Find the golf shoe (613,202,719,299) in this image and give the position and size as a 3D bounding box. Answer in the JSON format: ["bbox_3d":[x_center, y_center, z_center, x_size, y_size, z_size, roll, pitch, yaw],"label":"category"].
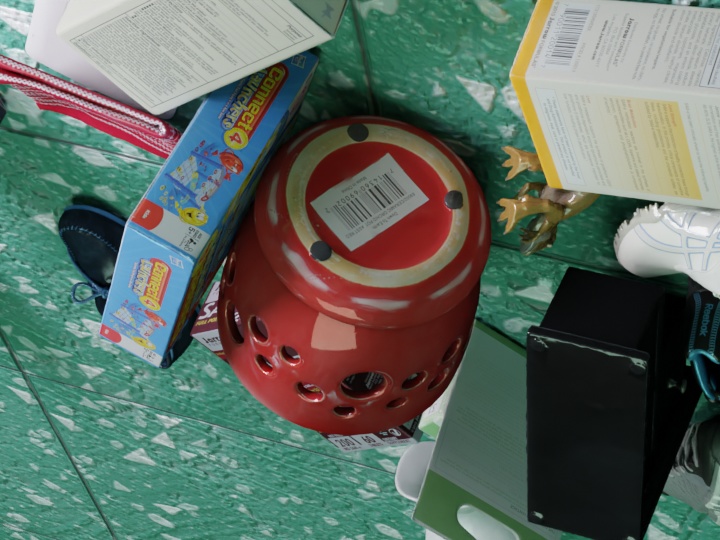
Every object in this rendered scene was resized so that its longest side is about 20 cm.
[{"bbox_3d":[0.250,-0.007,1.421,0.078,0.098,0.200,3,166,-31],"label":"golf shoe"}]

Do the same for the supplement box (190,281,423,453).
[{"bbox_3d":[-0.039,0.081,1.781,0.200,0.061,0.109,40,149,-27],"label":"supplement box"}]

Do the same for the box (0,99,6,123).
[{"bbox_3d":[-0.409,-0.091,1.665,0.147,0.201,0.104,6,149,28],"label":"box"}]

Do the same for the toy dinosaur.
[{"bbox_3d":[0.157,-0.064,1.469,0.106,0.061,0.200,-2,166,-29],"label":"toy dinosaur"}]

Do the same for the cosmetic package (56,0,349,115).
[{"bbox_3d":[-0.106,-0.186,1.395,0.199,0.073,0.103,-17,133,44],"label":"cosmetic package"}]

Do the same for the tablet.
[{"bbox_3d":[-0.184,-0.186,1.534,0.130,0.014,0.200,25,153,-4],"label":"tablet"}]

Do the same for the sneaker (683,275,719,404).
[{"bbox_3d":[0.289,0.078,1.577,0.073,0.082,0.200,0,147,31],"label":"sneaker"}]

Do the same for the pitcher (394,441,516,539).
[{"bbox_3d":[0.140,0.252,1.976,0.171,0.122,0.201,-6,132,18],"label":"pitcher"}]

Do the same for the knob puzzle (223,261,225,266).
[{"bbox_3d":[-0.011,0.059,1.821,0.219,0.031,0.220,17,152,10],"label":"knob puzzle"}]

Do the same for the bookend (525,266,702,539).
[{"bbox_3d":[0.199,0.067,1.543,0.092,0.200,0.199,13,133,19],"label":"bookend"}]

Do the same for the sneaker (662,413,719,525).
[{"bbox_3d":[0.270,0.161,1.734,0.115,0.075,0.200,19,160,16],"label":"sneaker"}]

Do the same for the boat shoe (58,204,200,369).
[{"bbox_3d":[-0.208,0.018,1.852,0.084,0.069,0.200,-3,143,40],"label":"boat shoe"}]

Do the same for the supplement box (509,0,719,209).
[{"bbox_3d":[0.211,-0.106,1.316,0.199,0.074,0.126,9,149,25],"label":"supplement box"}]

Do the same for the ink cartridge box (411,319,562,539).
[{"bbox_3d":[0.116,0.161,1.723,0.145,0.201,0.048,32,149,-18],"label":"ink cartridge box"}]

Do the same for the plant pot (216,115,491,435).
[{"bbox_3d":[0.000,0.000,1.530,0.200,0.201,0.183,22,149,0],"label":"plant pot"}]

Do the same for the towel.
[{"bbox_3d":[-0.202,-0.121,1.565,0.144,0.023,0.200,21,179,1],"label":"towel"}]

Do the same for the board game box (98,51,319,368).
[{"bbox_3d":[-0.116,-0.053,1.517,0.056,0.196,0.200,29,153,1],"label":"board game box"}]
